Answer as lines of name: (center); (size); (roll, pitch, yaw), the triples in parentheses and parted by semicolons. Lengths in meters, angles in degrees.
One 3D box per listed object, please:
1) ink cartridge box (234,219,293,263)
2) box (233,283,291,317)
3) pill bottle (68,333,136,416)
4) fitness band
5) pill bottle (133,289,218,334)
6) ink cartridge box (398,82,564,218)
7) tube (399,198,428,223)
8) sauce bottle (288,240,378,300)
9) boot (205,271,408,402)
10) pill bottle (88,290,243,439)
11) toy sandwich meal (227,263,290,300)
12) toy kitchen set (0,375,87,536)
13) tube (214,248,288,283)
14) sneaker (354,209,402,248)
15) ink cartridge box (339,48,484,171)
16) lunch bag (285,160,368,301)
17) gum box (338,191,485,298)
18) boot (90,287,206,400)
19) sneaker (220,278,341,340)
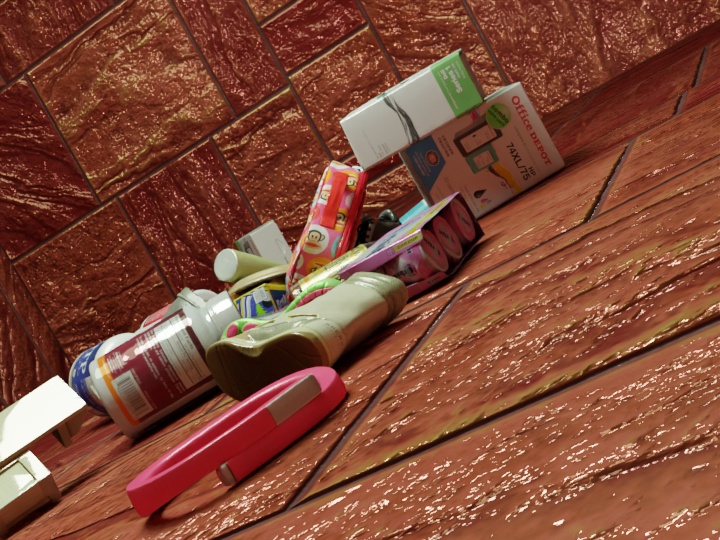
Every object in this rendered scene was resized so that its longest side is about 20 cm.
ink cartridge box: (-0.265, -0.049, 3.079); (0.084, 0.146, 0.200); (-31, 5, -18)
box: (-0.193, 0.091, 1.622); (0.199, 0.065, 0.070); (-28, -13, 19)
pill bottle: (-0.386, 0.166, 1.777); (0.119, 0.120, 0.199); (-33, 6, -36)
fitness band: (-0.098, 0.136, 0.891); (0.199, 0.038, 0.143); (-32, 2, -32)
pill bottle: (-0.329, 0.116, 1.984); (0.199, 0.113, 0.112); (-25, 7, 42)
ink cartridge box: (0.181, -0.172, 1.676); (0.199, 0.147, 0.146); (-31, 6, 0)
tube: (0.083, -0.078, 1.931); (0.199, 0.051, 0.077); (-35, 1, 2)
sauce bottle: (0.000, 0.000, 1.491); (0.199, 0.066, 0.066); (-32, 5, -3)
boot: (-0.056, 0.065, 1.131); (0.199, 0.073, 0.154); (-17, 14, 48)
pill bottle: (-0.233, 0.117, 1.400); (0.199, 0.115, 0.114); (-30, 5, -6)
toy sandwich meal: (-0.131, 0.049, 1.733); (0.203, 0.071, 0.205); (-15, -14, -4)
toy kitchen set: (-0.401, 0.246, 1.343); (0.163, 0.182, 0.199); (-35, 47, -26)
tube: (-0.150, 0.006, 1.774); (0.199, 0.058, 0.052); (14, -79, -54)
sneaker: (0.013, -0.038, 1.687); (0.077, 0.082, 0.200); (-27, 8, 29)
ink cartridge box: (0.078, -0.237, 1.606); (0.199, 0.085, 0.146); (-28, 9, 12)
lunch bag: (-0.047, -0.062, 1.602); (0.177, 0.081, 0.201); (109, 177, -46)
gum box: (0.063, -0.018, 1.286); (0.113, 0.066, 0.200); (-29, 5, 25)
boot: (-0.263, 0.137, 1.535); (0.181, 0.073, 0.200); (29, 68, 40)
sneaker: (-0.082, 0.073, 1.301); (0.199, 0.077, 0.084); (-24, -11, 25)
